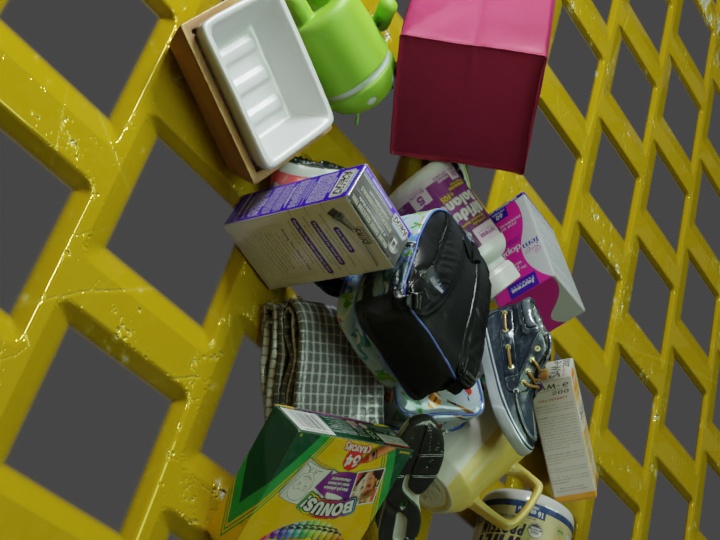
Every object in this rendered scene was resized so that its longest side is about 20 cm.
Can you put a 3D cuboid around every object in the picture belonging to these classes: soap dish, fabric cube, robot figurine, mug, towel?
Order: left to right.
[{"bbox_3d":[-0.130,-0.224,1.318,0.157,0.081,0.202,-42,116,-41],"label":"soap dish"},{"bbox_3d":[-0.044,0.142,1.363,0.165,0.085,0.203,10,76,-49],"label":"towel"},{"bbox_3d":[-0.030,-0.290,1.436,0.175,0.115,0.201,-45,122,-14],"label":"robot figurine"},{"bbox_3d":[0.147,0.258,1.519,0.153,0.185,0.151,-41,134,-37],"label":"mug"},{"bbox_3d":[0.155,-0.281,1.518,0.201,0.197,0.198,-75,173,-47],"label":"fabric cube"}]

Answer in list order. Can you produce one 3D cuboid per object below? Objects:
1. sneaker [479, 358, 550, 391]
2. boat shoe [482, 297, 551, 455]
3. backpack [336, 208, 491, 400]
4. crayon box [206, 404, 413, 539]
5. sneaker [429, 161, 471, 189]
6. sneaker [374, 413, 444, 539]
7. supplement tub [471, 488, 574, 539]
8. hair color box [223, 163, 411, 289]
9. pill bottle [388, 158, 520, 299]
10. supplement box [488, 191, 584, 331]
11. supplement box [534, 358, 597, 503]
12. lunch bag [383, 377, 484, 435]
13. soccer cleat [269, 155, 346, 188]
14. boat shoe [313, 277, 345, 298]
[{"bbox_3d":[0.226,0.187,1.681,0.201,0.087,0.075,-61,145,-38],"label":"sneaker"},{"bbox_3d":[0.216,0.137,1.466,0.071,0.090,0.202,28,43,-59],"label":"boat shoe"},{"bbox_3d":[0.067,0.033,1.347,0.184,0.146,0.201,53,39,-32],"label":"backpack"},{"bbox_3d":[-0.055,0.254,1.276,0.199,0.058,0.174,18,104,-46],"label":"crayon box"},{"bbox_3d":[0.143,-0.161,1.668,0.081,0.073,0.203,-9,92,-55],"label":"sneaker"},{"bbox_3d":[0.045,0.245,1.419,0.075,0.116,0.203,2,120,-19],"label":"sneaker"},{"bbox_3d":[0.224,0.435,1.598,0.144,0.143,0.202,44,51,-37],"label":"supplement tub"},{"bbox_3d":[-0.052,-0.048,1.295,0.110,0.198,0.065,55,46,-29],"label":"hair color box"},{"bbox_3d":[0.134,-0.049,1.549,0.201,0.112,0.112,53,41,4],"label":"pill bottle"},{"bbox_3d":[0.255,-0.006,1.689,0.103,0.101,0.201,44,22,-38],"label":"supplement box"},{"bbox_3d":[0.330,0.257,1.788,0.126,0.073,0.203,-39,117,-75],"label":"supplement box"},{"bbox_3d":[0.083,0.122,1.470,0.159,0.076,0.202,4,61,-29],"label":"lunch bag"},{"bbox_3d":[-0.050,-0.103,1.431,0.199,0.068,0.074,5,106,-57],"label":"soccer cleat"},{"bbox_3d":[0.000,0.000,1.449,0.199,0.070,0.092,26,58,-46],"label":"boat shoe"}]
